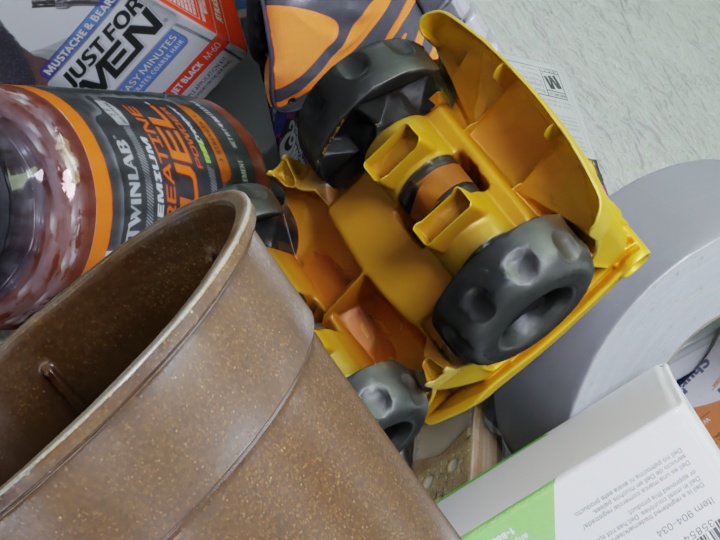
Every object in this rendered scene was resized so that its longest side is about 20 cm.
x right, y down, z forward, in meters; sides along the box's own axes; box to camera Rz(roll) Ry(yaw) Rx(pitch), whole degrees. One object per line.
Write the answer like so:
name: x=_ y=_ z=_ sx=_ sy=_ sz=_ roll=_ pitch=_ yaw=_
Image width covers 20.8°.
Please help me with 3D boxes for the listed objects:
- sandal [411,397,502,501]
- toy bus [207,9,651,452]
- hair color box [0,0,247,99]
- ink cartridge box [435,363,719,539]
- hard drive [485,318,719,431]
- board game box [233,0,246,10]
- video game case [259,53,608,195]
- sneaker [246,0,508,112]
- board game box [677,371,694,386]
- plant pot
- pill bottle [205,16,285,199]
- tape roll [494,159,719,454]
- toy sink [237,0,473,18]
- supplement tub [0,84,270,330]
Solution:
sandal: x=0.030 y=0.051 z=1.055 sx=0.069 sy=0.078 sz=0.212 roll=29 pitch=37 yaw=-26
toy bus: x=0.028 y=0.007 z=0.882 sx=0.136 sy=0.200 sz=0.192 roll=52 pitch=11 yaw=22
hair color box: x=-0.167 y=-0.130 z=0.958 sx=0.199 sy=0.111 sz=0.064 roll=27 pitch=31 yaw=-36
ink cartridge box: x=0.136 y=0.170 z=0.912 sx=0.201 sy=0.145 sz=0.084 roll=57 pitch=8 yaw=-8
hard drive: x=0.149 y=0.025 z=1.120 sx=0.132 sy=0.199 sz=0.026 roll=44 pitch=-22 yaw=55
board game box: x=-0.079 y=-0.180 z=1.086 sx=0.151 sy=0.199 sz=0.037 roll=-76 pitch=153 yaw=-61
video game case: x=0.048 y=-0.048 z=1.045 sx=0.199 sy=0.036 sz=0.182 roll=8 pitch=53 yaw=-34
sneaker: x=0.009 y=-0.103 z=0.982 sx=0.200 sy=0.112 sz=0.078 roll=55 pitch=4 yaw=-35
board game box: x=0.234 y=0.145 z=1.150 sx=0.200 sy=0.152 sz=0.045 roll=48 pitch=24 yaw=0
plant pot: x=-0.056 y=0.111 z=0.711 sx=0.198 sy=0.200 sz=0.200 roll=50 pitch=23 yaw=-15
pill bottle: x=0.000 y=-0.088 z=1.158 sx=0.199 sy=0.112 sz=0.113 roll=11 pitch=43 yaw=-48
tape roll: x=0.169 y=0.047 z=1.008 sx=0.200 sy=0.201 sz=0.066 roll=24 pitch=14 yaw=-40
toy sink: x=-0.049 y=-0.199 z=1.225 sx=0.200 sy=0.130 sz=0.112 roll=55 pitch=26 yaw=13
supplement tub: x=-0.132 y=-0.028 z=0.870 sx=0.107 sy=0.107 sz=0.200 roll=55 pitch=26 yaw=16
